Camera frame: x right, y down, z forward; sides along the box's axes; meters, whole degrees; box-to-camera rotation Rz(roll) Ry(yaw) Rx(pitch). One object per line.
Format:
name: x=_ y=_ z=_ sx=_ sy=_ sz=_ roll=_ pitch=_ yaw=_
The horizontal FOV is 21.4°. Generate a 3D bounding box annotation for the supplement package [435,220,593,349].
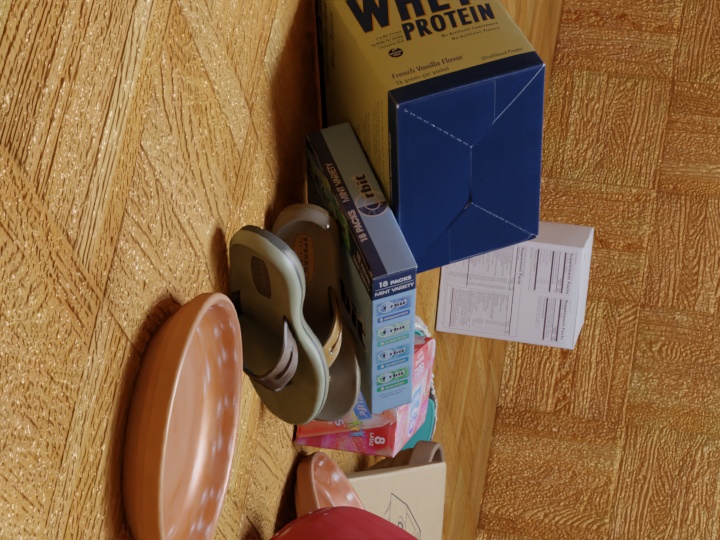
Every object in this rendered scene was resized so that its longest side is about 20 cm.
supplement package: x=0.223 y=0.012 z=2.738 sx=0.152 sy=0.199 sz=0.151 roll=-46 pitch=142 yaw=-72

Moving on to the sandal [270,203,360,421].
sandal: x=-0.043 y=0.043 z=1.612 sx=0.054 sy=0.080 sz=0.201 roll=-92 pitch=178 yaw=-65

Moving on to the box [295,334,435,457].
box: x=0.008 y=0.117 z=1.893 sx=0.200 sy=0.102 sz=0.095 roll=-30 pitch=126 yaw=-79

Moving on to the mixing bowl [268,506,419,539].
mixing bowl: x=-0.029 y=0.280 z=1.672 sx=0.200 sy=0.108 sz=0.200 roll=-31 pitch=153 yaw=-18

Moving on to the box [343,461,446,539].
box: x=0.017 y=0.291 z=2.019 sx=0.199 sy=0.021 sz=0.164 roll=-1 pitch=98 yaw=-48

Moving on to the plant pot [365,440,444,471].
plant pot: x=0.035 y=0.292 z=2.192 sx=0.201 sy=0.092 sz=0.202 roll=6 pitch=90 yaw=-79

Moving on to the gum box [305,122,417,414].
gum box: x=0.000 y=0.000 z=1.671 sx=0.200 sy=0.044 sz=0.170 roll=89 pitch=-18 yaw=-52

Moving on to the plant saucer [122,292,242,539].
plant saucer: x=-0.125 y=0.113 z=1.332 sx=0.200 sy=0.037 sz=0.201 roll=7 pitch=90 yaw=-79

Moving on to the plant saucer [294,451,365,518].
plant saucer: x=-0.015 y=0.274 z=1.851 sx=0.201 sy=0.032 sz=0.200 roll=62 pitch=11 yaw=-21

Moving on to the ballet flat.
ballet flat: x=0.057 y=0.138 z=2.297 sx=0.072 sy=0.071 sz=0.201 roll=-63 pitch=158 yaw=-63

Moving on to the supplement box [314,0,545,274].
supplement box: x=0.057 y=-0.144 z=1.653 sx=0.201 sy=0.134 sz=0.200 roll=88 pitch=-19 yaw=-44

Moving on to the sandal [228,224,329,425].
sandal: x=-0.077 y=0.050 z=1.488 sx=0.057 sy=0.079 sz=0.202 roll=-53 pitch=147 yaw=-35
